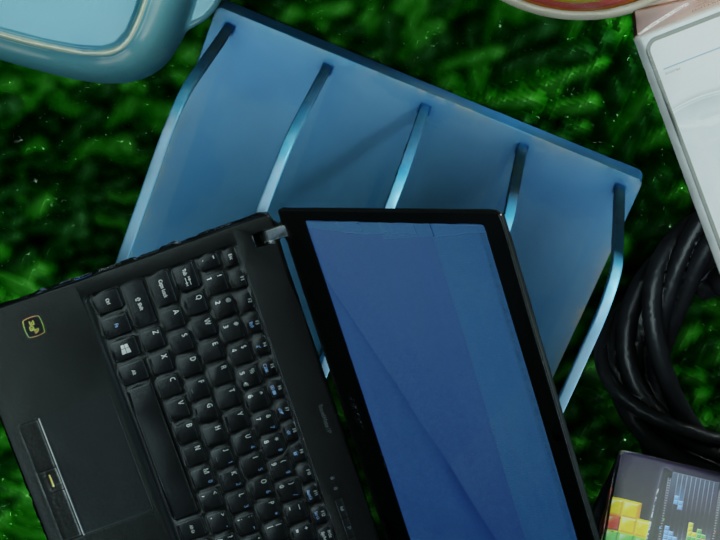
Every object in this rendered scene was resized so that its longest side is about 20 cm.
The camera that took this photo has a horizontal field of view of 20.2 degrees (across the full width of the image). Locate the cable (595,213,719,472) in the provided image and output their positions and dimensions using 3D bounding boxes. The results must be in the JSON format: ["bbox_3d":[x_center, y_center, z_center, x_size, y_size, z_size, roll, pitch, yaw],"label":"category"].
[{"bbox_3d":[0.201,0.032,0.867,0.198,0.051,0.164,4,112,8],"label":"cable"}]

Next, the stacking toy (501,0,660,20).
[{"bbox_3d":[0.079,-0.141,0.741,0.145,0.200,0.147,3,113,7],"label":"stacking toy"}]

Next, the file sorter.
[{"bbox_3d":[0.000,0.000,0.852,0.199,0.123,0.140,22,113,-1],"label":"file sorter"}]

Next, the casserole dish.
[{"bbox_3d":[-0.148,-0.144,0.800,0.199,0.039,0.122,17,104,-2],"label":"casserole dish"}]

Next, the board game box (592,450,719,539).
[{"bbox_3d":[0.188,0.152,0.874,0.198,0.057,0.166,14,155,2],"label":"board game box"}]

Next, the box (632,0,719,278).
[{"bbox_3d":[0.193,-0.025,0.792,0.116,0.060,0.201,-19,104,12],"label":"box"}]

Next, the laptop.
[{"bbox_3d":[-0.027,0.078,0.761,0.199,0.103,0.178,-19,108,-4],"label":"laptop"}]
